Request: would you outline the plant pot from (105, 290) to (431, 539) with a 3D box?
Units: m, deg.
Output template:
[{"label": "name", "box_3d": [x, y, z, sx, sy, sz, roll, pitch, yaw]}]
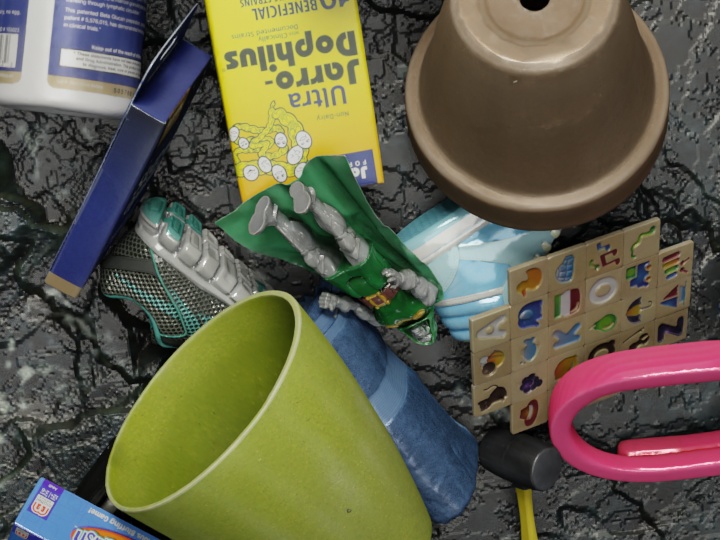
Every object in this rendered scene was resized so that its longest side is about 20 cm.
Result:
[{"label": "plant pot", "box_3d": [-0.045, 0.149, 1.051, 0.187, 0.187, 0.200, -44, 114, 5]}]

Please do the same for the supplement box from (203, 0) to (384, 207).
[{"label": "supplement box", "box_3d": [-0.054, -0.160, 1.092, 0.108, 0.110, 0.201, -10, 103, -3]}]

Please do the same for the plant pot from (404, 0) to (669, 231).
[{"label": "plant pot", "box_3d": [0.124, -0.152, 1.040, 0.199, 0.175, 0.201, -3, 68, 7]}]

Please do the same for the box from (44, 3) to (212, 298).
[{"label": "box", "box_3d": [-0.161, -0.086, 1.056, 0.032, 0.121, 0.200, 28, 122, -5]}]

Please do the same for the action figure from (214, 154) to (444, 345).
[{"label": "action figure", "box_3d": [0.000, 0.000, 1.092, 0.118, 0.055, 0.200, -22, 139, 30]}]

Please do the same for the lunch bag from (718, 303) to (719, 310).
[{"label": "lunch bag", "box_3d": [0.369, 0.057, 1.135, 0.076, 0.200, 0.160, -44, 90, -5]}]

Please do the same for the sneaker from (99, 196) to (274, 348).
[{"label": "sneaker", "box_3d": [-0.121, 0.033, 1.144, 0.091, 0.078, 0.200, -39, 113, 14]}]

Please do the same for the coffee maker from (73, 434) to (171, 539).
[{"label": "coffee maker", "box_3d": [-0.140, 0.229, 1.171, 0.200, 0.135, 0.192, 36, 137, -11]}]

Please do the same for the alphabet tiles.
[{"label": "alphabet tiles", "box_3d": [0.176, 0.046, 1.161, 0.199, 0.006, 0.167, -19, 129, -16]}]

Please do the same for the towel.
[{"label": "towel", "box_3d": [0.020, 0.100, 1.152, 0.048, 0.112, 0.200, -36, 102, 15]}]

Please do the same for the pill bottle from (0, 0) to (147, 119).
[{"label": "pill bottle", "box_3d": [-0.207, -0.214, 1.061, 0.110, 0.111, 0.201, 6, 93, -7]}]

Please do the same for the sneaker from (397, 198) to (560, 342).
[{"label": "sneaker", "box_3d": [0.136, -0.017, 1.159, 0.199, 0.080, 0.131, -29, 101, 11]}]

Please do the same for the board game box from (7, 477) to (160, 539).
[{"label": "board game box", "box_3d": [-0.195, 0.246, 1.079, 0.152, 0.045, 0.200, 28, 140, -3]}]

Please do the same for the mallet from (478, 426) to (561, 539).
[{"label": "mallet", "box_3d": [0.148, 0.227, 1.218, 0.041, 0.066, 0.201, -25, 109, -35]}]

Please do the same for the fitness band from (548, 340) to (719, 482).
[{"label": "fitness band", "box_3d": [0.249, 0.114, 1.168, 0.199, 0.038, 0.144, -9, 138, 13]}]
